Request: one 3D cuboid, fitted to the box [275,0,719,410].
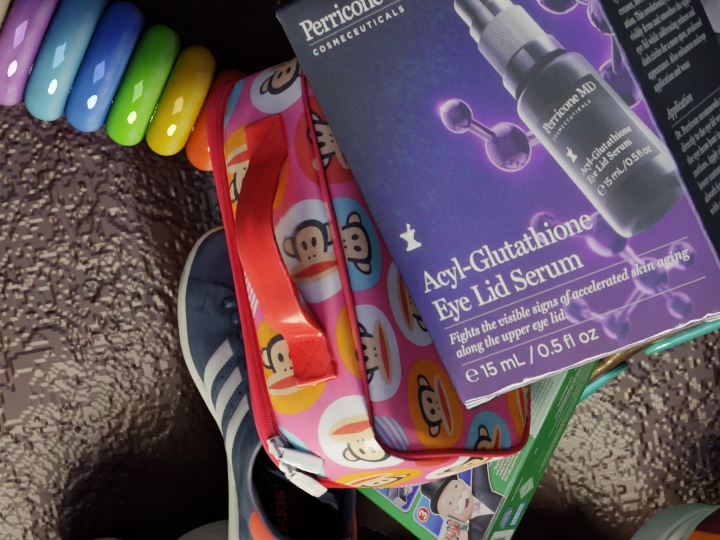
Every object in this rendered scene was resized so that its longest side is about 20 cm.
[{"bbox_3d":[0.080,-0.065,0.843,0.147,0.104,0.201,-24,97,33],"label":"box"}]

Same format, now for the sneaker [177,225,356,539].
[{"bbox_3d":[-0.038,0.062,0.967,0.074,0.085,0.202,-6,71,-27],"label":"sneaker"}]

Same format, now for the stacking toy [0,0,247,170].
[{"bbox_3d":[-0.105,-0.094,0.976,0.198,0.085,0.086,23,105,-6],"label":"stacking toy"}]

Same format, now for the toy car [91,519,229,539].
[{"bbox_3d":[-0.103,0.237,1.006,0.198,0.150,0.177,-11,103,28],"label":"toy car"}]

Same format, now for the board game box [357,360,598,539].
[{"bbox_3d":[0.054,0.033,0.980,0.134,0.029,0.201,35,109,33],"label":"board game box"}]

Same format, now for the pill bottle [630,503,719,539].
[{"bbox_3d":[0.217,0.171,0.938,0.113,0.200,0.116,0,89,-26],"label":"pill bottle"}]

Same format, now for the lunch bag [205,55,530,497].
[{"bbox_3d":[0.000,0.000,0.895,0.081,0.176,0.202,-17,77,31],"label":"lunch bag"}]

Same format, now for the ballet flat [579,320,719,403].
[{"bbox_3d":[0.133,0.021,0.994,0.199,0.068,0.073,-31,84,16],"label":"ballet flat"}]

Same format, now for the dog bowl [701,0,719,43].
[{"bbox_3d":[0.193,-0.206,0.916,0.198,0.059,0.202,0,98,2],"label":"dog bowl"}]
